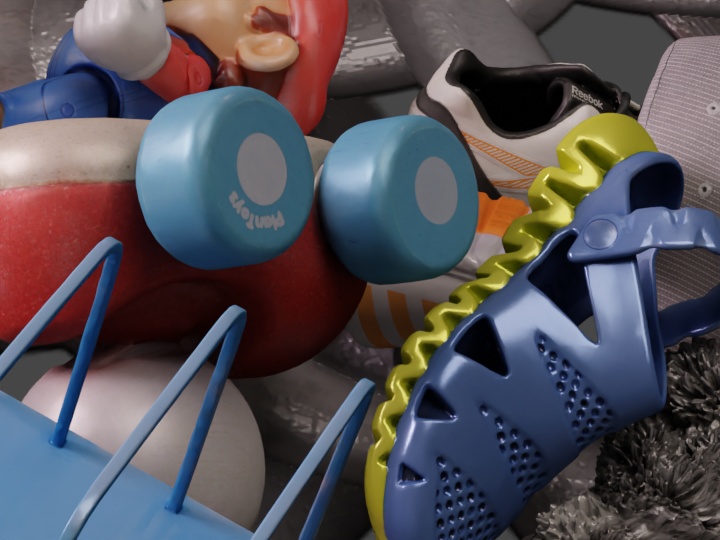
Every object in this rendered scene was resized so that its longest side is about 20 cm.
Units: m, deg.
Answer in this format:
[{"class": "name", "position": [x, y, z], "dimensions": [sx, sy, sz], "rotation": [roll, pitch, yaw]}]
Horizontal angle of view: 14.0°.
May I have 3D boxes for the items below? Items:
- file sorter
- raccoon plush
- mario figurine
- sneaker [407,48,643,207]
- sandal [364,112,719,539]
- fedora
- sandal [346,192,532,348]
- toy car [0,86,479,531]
[{"class": "file sorter", "position": [-0.114, 0.059, 0.914], "dimensions": [0.199, 0.123, 0.139], "rotation": [28, 42, 8]}, {"class": "raccoon plush", "position": [0.137, 0.091, 1.066], "dimensions": [0.097, 0.199, 0.134], "rotation": [52, 41, -17]}, {"class": "mario figurine", "position": [-0.097, -0.099, 1.221], "dimensions": [0.199, 0.107, 0.123], "rotation": [-19, 41, -28]}, {"class": "sneaker", "position": [0.110, -0.043, 1.263], "dimensions": [0.199, 0.080, 0.074], "rotation": [7, 41, -15]}, {"class": "sandal", "position": [0.075, 0.032, 1.071], "dimensions": [0.087, 0.080, 0.200], "rotation": [23, 70, 32]}, {"class": "fedora", "position": [0.152, -0.016, 1.183], "dimensions": [0.090, 0.177, 0.201], "rotation": [4, 80, 6]}, {"class": "sandal", "position": [0.003, -0.002, 1.203], "dimensions": [0.206, 0.060, 0.079], "rotation": [12, 20, 24]}, {"class": "toy car", "position": [-0.069, 0.048, 1.073], "dimensions": [0.176, 0.184, 0.201], "rotation": [6, 81, -48]}]
